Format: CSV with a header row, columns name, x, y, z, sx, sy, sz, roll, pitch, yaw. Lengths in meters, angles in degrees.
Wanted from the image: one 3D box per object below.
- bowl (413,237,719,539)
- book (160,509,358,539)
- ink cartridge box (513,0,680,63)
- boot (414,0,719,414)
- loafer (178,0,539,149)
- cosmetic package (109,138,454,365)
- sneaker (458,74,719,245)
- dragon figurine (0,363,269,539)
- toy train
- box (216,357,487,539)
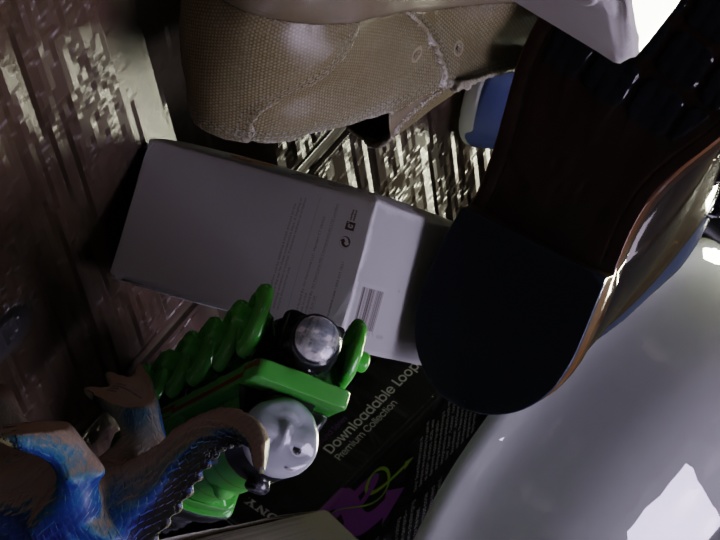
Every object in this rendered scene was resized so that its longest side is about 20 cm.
name,x,y,z,sx,sy,sz,roll,pitch,yaw
bowl,0.107,0.095,1.078,0.201,0.090,0.201,-42,154,-25
book,-0.081,0.186,1.069,0.133,0.048,0.200,-11,133,-46
ink cartridge box,0.061,-0.190,0.752,0.200,0.147,0.145,-53,158,-12
boot,0.087,-0.046,0.926,0.200,0.075,0.097,-57,169,7
loafer,0.006,-0.080,0.896,0.200,0.076,0.068,-7,130,-53
cosmetic package,0.000,0.000,0.964,0.200,0.082,0.051,16,88,-68
sneaker,0.132,-0.061,1.129,0.199,0.115,0.081,-25,143,-54
dragon figurine,-0.082,0.085,0.836,0.059,0.200,0.100,-32,109,-52
toy train,-0.044,0.048,0.882,0.200,0.042,0.056,150,-40,-71
box,0.013,0.087,1.188,0.200,0.036,0.143,-44,155,-34
